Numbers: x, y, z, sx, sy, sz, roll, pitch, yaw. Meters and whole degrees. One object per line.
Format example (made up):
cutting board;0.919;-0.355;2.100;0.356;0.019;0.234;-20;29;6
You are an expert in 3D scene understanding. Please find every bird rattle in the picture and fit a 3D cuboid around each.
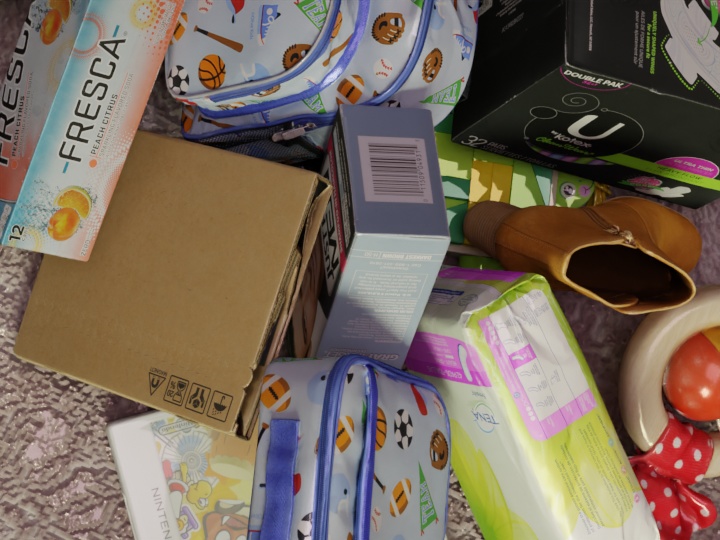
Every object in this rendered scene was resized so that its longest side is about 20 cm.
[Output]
bird rattle;0.230;0.091;1.352;0.199;0.113;0.164;-19;105;-4

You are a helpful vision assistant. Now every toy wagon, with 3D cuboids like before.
toy wagon;0.080;-0.074;1.365;0.199;0.040;0.156;8;83;-12

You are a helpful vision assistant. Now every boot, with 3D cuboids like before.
boot;0.177;-0.003;1.308;0.200;0.144;0.071;6;102;-31

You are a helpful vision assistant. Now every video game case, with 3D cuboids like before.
video game case;-0.048;0.162;1.321;0.199;0.023;0.183;-15;88;-14

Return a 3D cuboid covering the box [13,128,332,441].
box;-0.119;0.000;1.239;0.021;0.199;0.164;22;85;-51

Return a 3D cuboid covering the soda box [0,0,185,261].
soda box;-0.175;-0.110;1.237;0.068;0.064;0.201;13;103;-42

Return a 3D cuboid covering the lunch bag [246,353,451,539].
lunch bag;-0.010;0.153;1.184;0.075;0.160;0.201;-3;75;26

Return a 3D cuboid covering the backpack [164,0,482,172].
backpack;-0.024;-0.162;1.262;0.190;0.154;0.201;-4;82;24

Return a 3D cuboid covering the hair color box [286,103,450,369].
hair color box;0.000;0.000;1.246;0.060;0.200;0.099;2;53;-12

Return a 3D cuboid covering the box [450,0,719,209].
box;0.181;-0.137;1.313;0.199;0.148;0.125;14;68;-23

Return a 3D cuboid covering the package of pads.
package of pads;0.101;0.096;1.279;0.068;0.154;0.201;-29;102;-17
